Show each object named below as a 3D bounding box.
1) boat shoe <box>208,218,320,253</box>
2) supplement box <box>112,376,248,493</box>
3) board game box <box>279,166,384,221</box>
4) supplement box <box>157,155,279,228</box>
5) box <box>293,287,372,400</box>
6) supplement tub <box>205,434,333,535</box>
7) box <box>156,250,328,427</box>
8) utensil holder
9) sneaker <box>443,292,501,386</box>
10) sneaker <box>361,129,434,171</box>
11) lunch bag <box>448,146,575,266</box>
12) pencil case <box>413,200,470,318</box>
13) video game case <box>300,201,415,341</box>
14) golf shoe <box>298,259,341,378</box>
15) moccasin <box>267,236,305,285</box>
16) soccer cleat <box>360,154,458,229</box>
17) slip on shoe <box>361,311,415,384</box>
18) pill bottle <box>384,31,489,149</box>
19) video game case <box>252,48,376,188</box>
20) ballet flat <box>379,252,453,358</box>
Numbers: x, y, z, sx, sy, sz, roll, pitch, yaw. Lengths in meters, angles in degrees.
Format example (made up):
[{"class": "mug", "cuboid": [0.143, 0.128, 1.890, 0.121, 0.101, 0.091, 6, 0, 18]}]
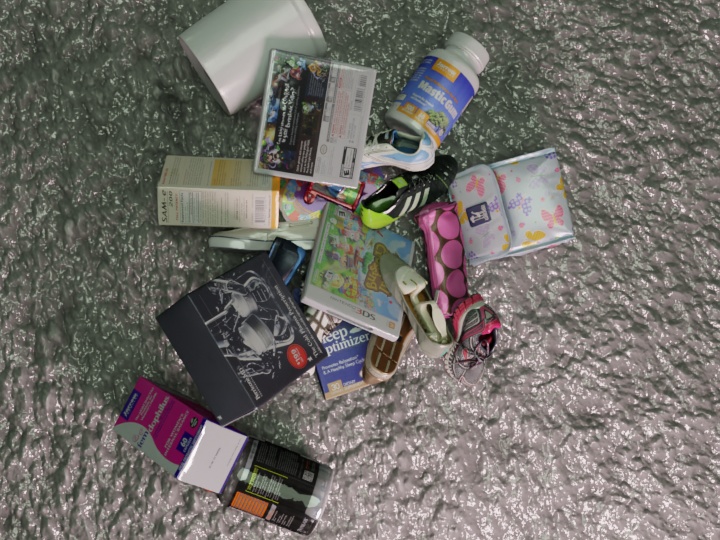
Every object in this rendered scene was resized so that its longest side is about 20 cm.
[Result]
[{"class": "boat shoe", "cuboid": [-0.162, -0.067, 1.600, 0.197, 0.071, 0.071, -1, 85, -5]}, {"class": "supplement box", "cuboid": [-0.292, 0.262, 1.492, 0.103, 0.199, 0.102, 34, 80, -45]}, {"class": "board game box", "cuboid": [-0.050, -0.145, 1.637, 0.198, 0.039, 0.160, -23, 90, -8]}, {"class": "supplement box", "cuboid": [-0.234, -0.132, 1.558, 0.197, 0.127, 0.074, 2, 121, -5]}, {"class": "box", "cuboid": [-0.036, 0.112, 1.628, 0.120, 0.032, 0.202, -18, 88, -8]}, {"class": "supplement tub", "cuboid": [-0.155, 0.352, 1.549, 0.198, 0.122, 0.124, 23, 83, -6]}, {"class": "box", "cuboid": [-0.181, 0.105, 1.446, 0.182, 0.104, 0.201, -33, 92, -46]}, {"class": "utensil holder", "cuboid": [-0.184, -0.384, 1.574, 0.199, 0.170, 0.171, -36, 91, -6]}, {"class": "sneaker", "cuboid": [0.194, 0.134, 1.589, 0.080, 0.201, 0.075, -27, 51, -21]}, {"class": "sneaker", "cuboid": [0.029, -0.211, 1.588, 0.197, 0.073, 0.072, 2, 43, 16]}, {"class": "lunch bag", "cuboid": [0.262, -0.109, 1.638, 0.197, 0.127, 0.172, -12, 87, 7]}, {"class": "pencil case", "cuboid": [0.142, -0.018, 1.619, 0.093, 0.090, 0.203, -11, 92, -41]}, {"class": "video game case", "cuboid": [0.000, 0.000, 1.584, 0.180, 0.022, 0.202, 24, 55, -17]}, {"class": "golf shoe", "cuboid": [-0.063, 0.085, 1.571, 0.093, 0.078, 0.203, 7, 83, -6]}, {"class": "moccasin", "cuboid": [-0.168, 0.030, 1.579, 0.068, 0.080, 0.201, 35, 101, 0]}, {"class": "soccer cleat", "cuboid": [0.086, -0.142, 1.600, 0.199, 0.081, 0.068, -34, 67, -7]}, {"class": "slip on shoe", "cuboid": [0.055, 0.113, 1.608, 0.075, 0.061, 0.201, 28, 52, -6]}, {"class": "pill bottle", "cuboid": [0.140, -0.317, 1.640, 0.112, 0.112, 0.201, 35, 83, -4]}, {"class": "video game case", "cuboid": [-0.076, -0.249, 1.532, 0.179, 0.023, 0.203, 8, 98, -16]}, {"class": "ballet flat", "cuboid": [0.099, 0.049, 1.562, 0.067, 0.064, 0.202, -18, 76, -36]}]
